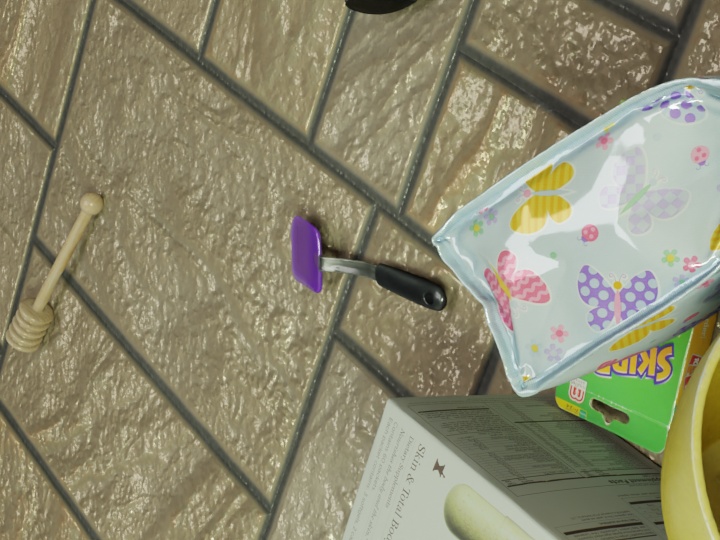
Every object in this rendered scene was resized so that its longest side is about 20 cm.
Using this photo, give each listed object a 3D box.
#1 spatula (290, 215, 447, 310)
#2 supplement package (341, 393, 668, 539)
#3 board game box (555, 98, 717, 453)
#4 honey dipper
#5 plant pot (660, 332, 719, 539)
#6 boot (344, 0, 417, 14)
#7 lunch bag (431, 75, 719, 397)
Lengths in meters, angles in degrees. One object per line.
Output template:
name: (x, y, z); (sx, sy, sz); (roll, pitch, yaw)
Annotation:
spatula: (0.000, 0.000, 1.163); (0.200, 0.021, 0.057); (17, 114, 48)
supplement package: (0.107, 0.186, 0.917); (0.200, 0.151, 0.152); (36, 116, 46)
board game box: (0.177, 0.003, 0.936); (0.096, 0.030, 0.200); (24, 105, 48)
honey dipper: (-0.306, -0.001, 1.544); (0.200, 0.038, 0.038); (-59, 47, 28)
plant pot: (0.229, 0.113, 0.760); (0.142, 0.200, 0.200); (124, 137, -67)
boot: (0.058, -0.299, 1.091); (0.188, 0.068, 0.200); (-13, 71, 58)
lunch bag: (0.169, -0.028, 0.807); (0.200, 0.170, 0.127); (-36, 78, 28)
